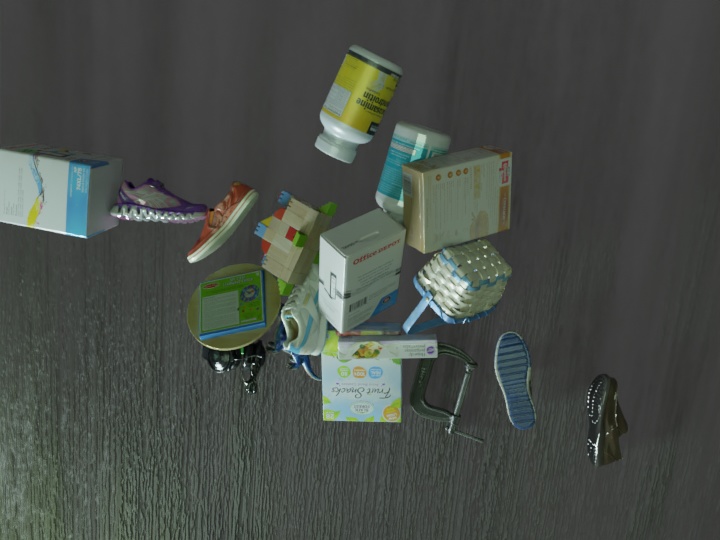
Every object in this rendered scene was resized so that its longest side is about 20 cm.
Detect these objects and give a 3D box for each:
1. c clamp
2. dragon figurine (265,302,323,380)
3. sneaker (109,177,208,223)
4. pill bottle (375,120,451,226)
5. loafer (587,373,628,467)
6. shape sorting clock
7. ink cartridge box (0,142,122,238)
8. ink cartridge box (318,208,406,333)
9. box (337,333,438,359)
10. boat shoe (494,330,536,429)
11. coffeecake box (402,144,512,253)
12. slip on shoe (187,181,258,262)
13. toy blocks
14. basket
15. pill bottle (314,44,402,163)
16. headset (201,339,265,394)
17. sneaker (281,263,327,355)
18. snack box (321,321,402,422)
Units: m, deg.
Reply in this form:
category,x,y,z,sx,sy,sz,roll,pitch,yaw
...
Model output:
category,x,y,z,sx,sy,sz,roll,pitch,yaw
c clamp,0.192,0.251,1.525,0.170,0.027,0.202,10,106,10
dragon figurine,-0.130,0.150,1.519,0.200,0.059,0.100,40,105,-4
sneaker,-0.409,-0.143,1.479,0.198,0.080,0.089,5,86,2
pill bottle,0.094,-0.176,1.388,0.110,0.111,0.201,18,104,2
loafer,0.507,0.303,1.480,0.070,0.073,0.202,-2,108,-3
shape sorting clock,-0.256,0.072,1.470,0.198,0.039,0.201,-6,60,10
ink cartridge box,-0.606,-0.165,1.456,0.198,0.147,0.147,10,105,4
ink cartridge box,0.000,0.000,1.379,0.084,0.145,0.201,42,144,34
box,0.053,0.152,1.441,0.198,0.041,0.039,-2,103,1
boat shoe,0.312,0.217,1.474,0.072,0.072,0.202,-7,97,9
coffeecake box,0.180,-0.135,1.343,0.199,0.073,0.155,-16,117,-25
slip on shoe,-0.289,-0.098,1.475,0.061,0.074,0.200,40,99,3
toy blocks,-0.146,-0.069,1.439,0.136,0.100,0.201,30,100,32
basket,0.184,0.040,1.380,0.139,0.176,0.201,50,133,28
pill bottle,-0.009,-0.311,1.367,0.111,0.112,0.201,26,105,0
headset,-0.248,0.187,1.473,0.123,0.200,0.095,3,92,-30
sneaker,-0.112,0.067,1.455,0.076,0.080,0.202,-16,70,50
snack box,0.005,0.211,1.512,0.167,0.068,0.202,-1,104,5
